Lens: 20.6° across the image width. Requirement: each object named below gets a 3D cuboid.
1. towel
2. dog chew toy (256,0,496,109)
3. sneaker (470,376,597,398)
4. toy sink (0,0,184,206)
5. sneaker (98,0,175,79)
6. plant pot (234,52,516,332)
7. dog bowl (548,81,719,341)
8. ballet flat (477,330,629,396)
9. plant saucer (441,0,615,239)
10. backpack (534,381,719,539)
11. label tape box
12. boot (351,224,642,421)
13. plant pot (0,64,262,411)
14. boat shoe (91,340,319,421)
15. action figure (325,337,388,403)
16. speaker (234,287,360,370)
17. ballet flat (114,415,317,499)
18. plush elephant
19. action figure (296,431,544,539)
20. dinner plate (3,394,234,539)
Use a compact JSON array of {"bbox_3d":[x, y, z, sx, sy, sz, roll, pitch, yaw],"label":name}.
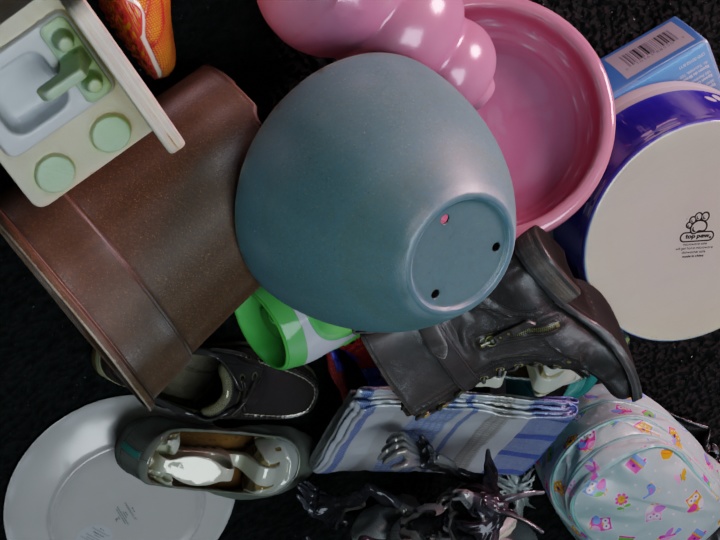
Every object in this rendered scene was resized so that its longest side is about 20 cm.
[{"bbox_3d":[0.067,0.138,1.639,0.200,0.024,0.147,4,150,-18],"label":"towel"},{"bbox_3d":[0.019,-0.189,1.464,0.200,0.125,0.125,37,98,-19],"label":"dog chew toy"},{"bbox_3d":[0.159,0.039,1.671,0.121,0.084,0.200,-8,126,-12],"label":"sneaker"},{"bbox_3d":[-0.221,-0.135,1.364,0.112,0.200,0.130,-36,124,-2],"label":"toy sink"},{"bbox_3d":[-0.157,-0.230,1.420,0.077,0.073,0.200,-25,125,-20],"label":"sneaker"},{"bbox_3d":[0.032,-0.036,1.384,0.200,0.135,0.200,-17,123,-29],"label":"plant pot"},{"bbox_3d":[0.253,-0.046,1.596,0.200,0.079,0.200,-10,120,-17],"label":"dog bowl"},{"bbox_3d":[0.124,0.071,1.602,0.200,0.074,0.074,4,115,-8],"label":"ballet flat"},{"bbox_3d":[0.096,-0.113,1.540,0.200,0.051,0.201,0,80,1],"label":"plant saucer"},{"bbox_3d":[0.243,0.187,1.755,0.167,0.127,0.200,-41,124,3],"label":"backpack"},{"bbox_3d":[0.245,-0.090,1.655,0.143,0.066,0.200,-30,125,-5],"label":"label tape box"},{"bbox_3d":[0.108,0.065,1.535,0.174,0.069,0.200,-33,120,14],"label":"boot"},{"bbox_3d":[-0.144,-0.035,1.463,0.198,0.200,0.200,-40,123,-9],"label":"plant pot"},{"bbox_3d":[-0.119,0.093,1.600,0.200,0.065,0.073,11,109,-27],"label":"boat shoe"},{"bbox_3d":[0.023,0.096,1.639,0.065,0.099,0.200,-32,121,15],"label":"action figure"},{"bbox_3d":[0.000,0.000,1.563,0.200,0.088,0.089,-31,124,-25],"label":"speaker"},{"bbox_3d":[-0.106,0.161,1.621,0.200,0.064,0.068,10,101,-36],"label":"ballet flat"},{"bbox_3d":[0.084,0.261,1.716,0.155,0.165,0.200,3,86,-38],"label":"plush elephant"},{"bbox_3d":[0.043,0.200,1.602,0.200,0.119,0.102,-14,152,26],"label":"action figure"},{"bbox_3d":[-0.196,0.196,1.647,0.200,0.024,0.200,-9,118,-16],"label":"dinner plate"}]
